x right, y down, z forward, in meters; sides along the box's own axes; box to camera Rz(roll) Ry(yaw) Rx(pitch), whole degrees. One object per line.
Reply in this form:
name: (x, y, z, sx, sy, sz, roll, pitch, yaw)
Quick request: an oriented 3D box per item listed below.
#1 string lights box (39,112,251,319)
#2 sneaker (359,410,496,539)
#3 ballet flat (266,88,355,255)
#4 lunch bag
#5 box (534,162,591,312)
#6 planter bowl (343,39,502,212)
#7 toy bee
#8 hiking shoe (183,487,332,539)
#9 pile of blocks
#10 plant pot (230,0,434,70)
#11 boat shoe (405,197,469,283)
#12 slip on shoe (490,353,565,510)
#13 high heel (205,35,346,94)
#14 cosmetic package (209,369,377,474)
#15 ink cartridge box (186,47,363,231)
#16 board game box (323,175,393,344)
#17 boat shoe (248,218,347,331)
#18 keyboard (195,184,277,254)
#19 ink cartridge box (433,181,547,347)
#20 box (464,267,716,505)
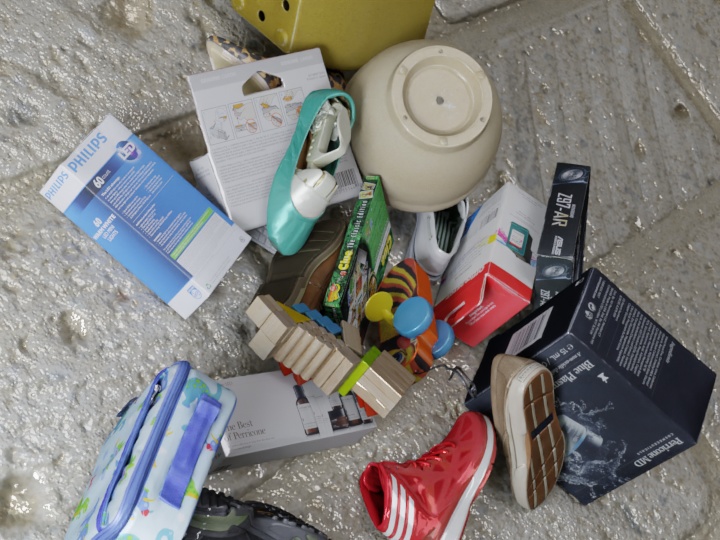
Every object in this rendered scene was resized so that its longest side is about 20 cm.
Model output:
string lights box: (-0.221, -0.057, 1.508, 0.200, 0.059, 0.103, 42, 44, -8)
sneaker: (0.071, 0.208, 1.547, 0.115, 0.078, 0.201, 36, 44, -15)
ballet flat: (-0.051, -0.115, 1.584, 0.067, 0.070, 0.202, 30, 63, -34)
lunch bag: (-0.189, 0.188, 1.295, 0.082, 0.161, 0.201, 32, 47, -15)
box: (0.241, -0.003, 1.745, 0.043, 0.201, 0.161, 8, 46, 12)
planter bowl: (0.080, -0.182, 1.674, 0.198, 0.135, 0.203, 3, 77, -11)
toy bee: (0.044, 0.079, 1.600, 0.131, 0.108, 0.200, 54, 13, -22)
hiking shoe: (-0.106, 0.273, 1.377, 0.199, 0.075, 0.102, 26, 85, -42)
pile of blocks: (-0.039, 0.090, 1.486, 0.199, 0.062, 0.082, 32, 24, -18)
plant pot: (-0.042, -0.357, 1.731, 0.199, 0.196, 0.195, -23, 54, -38)
boat shoe: (0.106, -0.072, 1.769, 0.073, 0.067, 0.202, 27, 48, -21)
slip on shoe: (0.178, 0.178, 1.606, 0.060, 0.202, 0.076, 26, 52, 39)
high heel: (-0.097, -0.240, 1.712, 0.200, 0.071, 0.144, 44, 48, -29)
cosmetic package: (-0.081, 0.147, 1.487, 0.199, 0.051, 0.083, -7, 65, -41)
ink cartridge box: (-0.102, -0.144, 1.622, 0.199, 0.045, 0.178, -19, 92, -40)
board game box: (0.000, 0.000, 1.623, 0.105, 0.023, 0.201, 74, 25, -42)
boat shoe: (-0.062, 0.018, 1.583, 0.200, 0.071, 0.069, -54, 131, -47)
keyboard: (-0.099, -0.046, 1.631, 0.199, 0.011, 0.057, 32, 47, -17)
ink cartridge box: (0.151, 0.006, 1.716, 0.067, 0.116, 0.201, 32, 47, -15)
box: (0.261, 0.136, 1.657, 0.199, 0.196, 0.118, 39, 46, -10)
